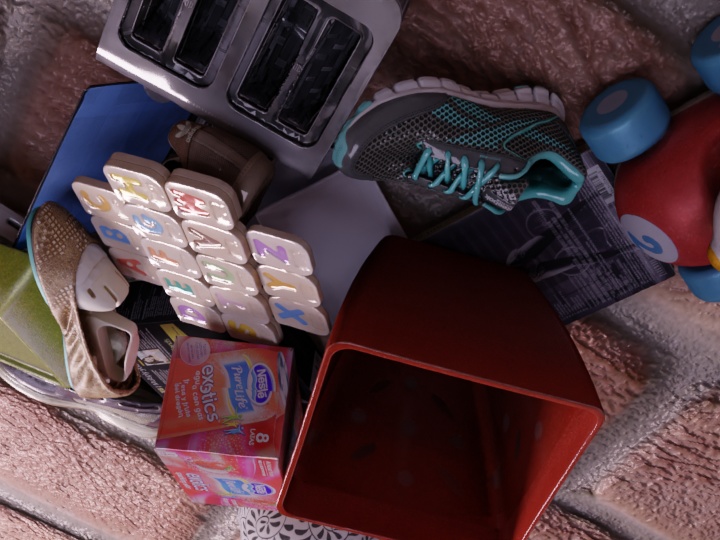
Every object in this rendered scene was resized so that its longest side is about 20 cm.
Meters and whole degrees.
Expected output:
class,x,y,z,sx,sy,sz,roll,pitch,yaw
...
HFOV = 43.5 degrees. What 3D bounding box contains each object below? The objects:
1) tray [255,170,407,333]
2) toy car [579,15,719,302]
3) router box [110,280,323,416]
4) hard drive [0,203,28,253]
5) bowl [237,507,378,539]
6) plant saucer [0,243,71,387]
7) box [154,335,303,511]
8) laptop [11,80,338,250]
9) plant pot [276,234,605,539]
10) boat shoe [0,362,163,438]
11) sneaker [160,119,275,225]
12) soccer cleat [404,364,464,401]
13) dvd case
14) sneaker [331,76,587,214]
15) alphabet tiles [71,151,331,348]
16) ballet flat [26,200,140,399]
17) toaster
class,x,y,z,sx,sy,sz,roll,pitch,yaw
tray,0.000,0.000,0.801,0.106,0.022,0.201,-24,121,12
toy car,0.261,-0.038,0.600,0.176,0.201,0.185,-31,116,26
router box,-0.129,0.081,0.858,0.155,0.053,0.201,-8,141,19
hard drive,-0.334,-0.005,0.840,0.131,0.026,0.200,35,150,-14
bowl,-0.060,0.345,1.055,0.198,0.095,0.203,7,130,8
plant saucer,-0.335,0.036,0.819,0.198,0.048,0.201,17,151,20
box,-0.105,0.140,0.783,0.101,0.096,0.201,5,154,1
laptop,-0.146,-0.056,0.744,0.199,0.117,0.187,32,129,-13
plant pot,0.057,0.089,0.729,0.197,0.177,0.201,14,129,-6
boat shoe,-0.280,0.109,0.940,0.198,0.072,0.065,27,124,-13
sneaker,-0.119,-0.056,0.687,0.075,0.071,0.200,37,153,-5
soccer cleat,0.036,0.155,0.905,0.085,0.069,0.201,36,129,2
dvd case,0.144,-0.007,0.766,0.199,0.016,0.149,-28,121,25
sneaker,0.078,-0.080,0.631,0.198,0.092,0.078,-8,143,-24
alphabet tiles,-0.117,-0.007,0.665,0.193,0.015,0.201,17,149,18
ballet flat,-0.216,0.029,0.737,0.064,0.071,0.202,8,134,9
toaster,-0.061,-0.185,0.619,0.179,0.119,0.201,28,129,-11
